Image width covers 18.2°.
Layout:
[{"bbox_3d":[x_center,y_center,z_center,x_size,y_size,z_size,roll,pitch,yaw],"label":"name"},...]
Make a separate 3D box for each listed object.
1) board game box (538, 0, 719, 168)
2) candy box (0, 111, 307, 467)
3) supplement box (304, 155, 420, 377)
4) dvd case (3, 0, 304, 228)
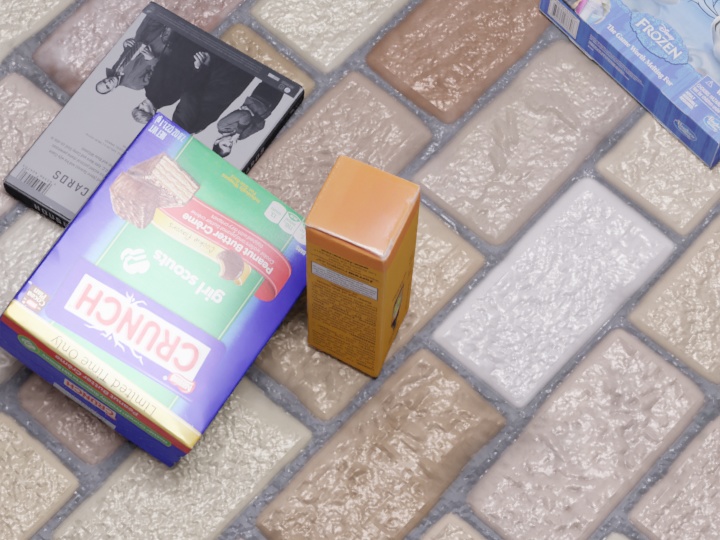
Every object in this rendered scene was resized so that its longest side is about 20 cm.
[{"bbox_3d":[0.285,-0.212,1.820,0.199,0.043,0.200,-38,71,-21],"label":"board game box"},{"bbox_3d":[-0.145,0.014,1.647,0.169,0.077,0.200,36,68,-3],"label":"candy box"},{"bbox_3d":[0.000,0.000,1.611,0.069,0.200,0.067,21,64,11],"label":"supplement box"},{"bbox_3d":[-0.160,-0.102,1.753,0.150,0.025,0.200,31,67,12],"label":"dvd case"}]
